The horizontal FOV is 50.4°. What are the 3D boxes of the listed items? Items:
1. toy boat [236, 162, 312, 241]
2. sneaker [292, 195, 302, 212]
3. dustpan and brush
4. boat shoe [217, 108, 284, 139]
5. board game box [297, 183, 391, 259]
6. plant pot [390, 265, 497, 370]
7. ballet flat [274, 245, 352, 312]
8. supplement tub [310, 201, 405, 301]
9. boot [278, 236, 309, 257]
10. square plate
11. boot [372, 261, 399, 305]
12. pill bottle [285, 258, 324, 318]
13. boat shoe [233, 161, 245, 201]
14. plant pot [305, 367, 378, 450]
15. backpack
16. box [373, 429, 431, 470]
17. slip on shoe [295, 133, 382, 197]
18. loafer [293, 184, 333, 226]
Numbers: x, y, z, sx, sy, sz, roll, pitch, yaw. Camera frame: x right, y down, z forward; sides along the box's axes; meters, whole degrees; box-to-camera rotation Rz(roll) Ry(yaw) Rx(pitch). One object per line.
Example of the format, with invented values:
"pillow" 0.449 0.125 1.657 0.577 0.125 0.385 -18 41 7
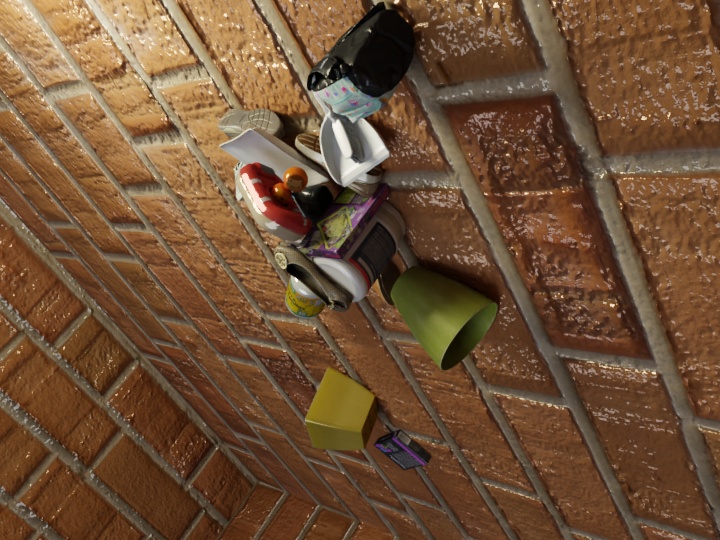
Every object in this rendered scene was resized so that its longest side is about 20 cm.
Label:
"toy boat" -0.160 -0.160 1.586 0.130 0.131 0.201 17 -144 -54
"sneaker" -0.175 -0.170 1.810 0.198 0.073 0.083 15 128 26
"dustpan and brush" -0.042 -0.280 1.485 0.139 0.057 0.202 -30 78 35
"boat shoe" -0.227 -0.305 1.668 0.199 0.075 0.073 21 158 43
"board game box" -0.033 -0.106 1.593 0.119 0.201 0.032 3 138 46
"plant pot" 0.169 0.085 1.697 0.200 0.187 0.188 41 155 25
"ballet flat" -0.105 0.021 1.596 0.199 0.046 0.067 39 151 2
"supplement tub" -0.003 -0.046 1.644 0.139 0.200 0.141 27 150 17
"boot" -0.131 -0.063 1.831 0.145 0.071 0.200 28 -178 25
"square plate" -0.183 -0.238 1.633 0.199 0.029 0.198 31 164 -25
"boot" 0.000 0.000 1.831 0.155 0.077 0.201 -6 127 49
"pill bottle" -0.131 0.038 1.997 0.112 0.113 0.200 34 151 5
"boat shoe" -0.264 -0.231 1.819 0.072 0.070 0.201 57 152 5
"plant pot" -0.048 0.462 2.448 0.175 0.201 0.201 13 145 16
"backpack" -0.003 -0.333 1.290 0.126 0.168 0.199 41 157 -18
"box" 0.140 0.612 2.598 0.143 0.036 0.200 41 150 -4
"slip on shoe" -0.050 -0.217 1.580 0.199 0.076 0.061 25 128 8
"loafer" -0.084 -0.120 1.701 0.072 0.073 0.201 12 147 29
